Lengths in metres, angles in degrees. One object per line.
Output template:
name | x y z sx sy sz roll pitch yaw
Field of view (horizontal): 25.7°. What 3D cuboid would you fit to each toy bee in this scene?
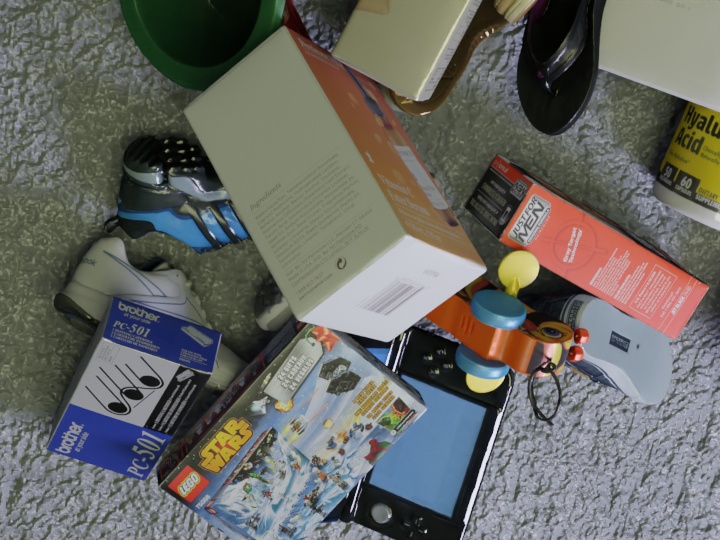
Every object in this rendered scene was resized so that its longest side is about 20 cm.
toy bee | 0.133 0.061 1.341 0.108 0.200 0.131 -4 142 -37

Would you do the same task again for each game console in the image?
game console | 0.021 0.157 1.405 0.170 0.118 0.201 21 107 16

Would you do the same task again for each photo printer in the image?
photo printer | 0.278 -0.247 1.312 0.166 0.069 0.201 25 107 25

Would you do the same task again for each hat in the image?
hat | -0.082 -0.233 1.287 0.176 0.165 0.201 -23 131 -53

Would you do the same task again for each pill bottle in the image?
pill bottle | 0.344 -0.137 1.388 0.111 0.111 0.201 16 104 -19

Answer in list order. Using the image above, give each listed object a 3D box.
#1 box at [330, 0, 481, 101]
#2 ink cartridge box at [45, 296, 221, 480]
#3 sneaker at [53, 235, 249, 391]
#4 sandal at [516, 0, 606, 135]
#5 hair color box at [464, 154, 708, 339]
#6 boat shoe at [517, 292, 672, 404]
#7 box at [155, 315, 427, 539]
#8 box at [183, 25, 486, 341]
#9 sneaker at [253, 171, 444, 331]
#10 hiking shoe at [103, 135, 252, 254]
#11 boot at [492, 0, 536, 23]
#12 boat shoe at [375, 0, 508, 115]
box | 0.062 -0.233 1.199 0.078 0.095 0.200 29 99 3
ink cartridge box | -0.191 0.102 1.313 0.094 0.044 0.200 20 142 -13
sneaker | -0.163 0.042 1.348 0.200 0.074 0.087 36 69 -35
sandal | 0.167 -0.214 1.318 0.048 0.075 0.201 -1 107 -50
hair color box | 0.200 -0.021 1.400 0.200 0.102 0.061 27 100 -22
boat shoe | 0.212 0.066 1.457 0.200 0.091 0.071 33 71 -48
box | -0.060 0.144 1.354 0.137 0.040 0.200 40 98 -22
box | -0.018 -0.062 1.207 0.106 0.200 0.152 -37 158 18
sneaker | 0.000 0.000 1.371 0.200 0.075 0.082 -34 113 -1
hiking shoe | -0.110 -0.054 1.337 0.199 0.074 0.087 13 122 -13
boot | 0.115 -0.315 1.263 0.155 0.073 0.200 28 91 -5
boat shoe | 0.077 -0.214 1.316 0.074 0.066 0.200 47 73 -23
